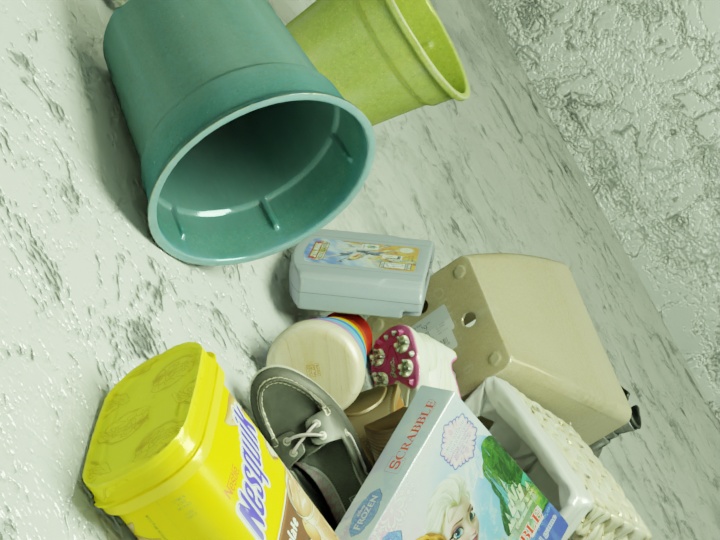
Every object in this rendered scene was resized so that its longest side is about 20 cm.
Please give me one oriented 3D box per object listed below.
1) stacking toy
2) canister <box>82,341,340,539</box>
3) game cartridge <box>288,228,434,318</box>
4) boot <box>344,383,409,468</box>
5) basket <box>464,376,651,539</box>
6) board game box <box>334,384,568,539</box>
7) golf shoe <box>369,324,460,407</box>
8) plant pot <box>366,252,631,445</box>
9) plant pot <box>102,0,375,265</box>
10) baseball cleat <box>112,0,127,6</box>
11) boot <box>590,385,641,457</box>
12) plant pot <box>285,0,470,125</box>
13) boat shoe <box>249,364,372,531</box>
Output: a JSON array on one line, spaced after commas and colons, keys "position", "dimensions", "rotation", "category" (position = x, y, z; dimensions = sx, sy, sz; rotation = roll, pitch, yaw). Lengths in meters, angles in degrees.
[{"position": [-0.027, 0.071, 1.620], "dimensions": [0.085, 0.085, 0.200], "rotation": [60, 11, -4], "category": "stacking toy"}, {"position": [-0.092, 0.168, 1.230], "dimensions": [0.200, 0.086, 0.149], "rotation": [56, 17, -23], "category": "canister"}, {"position": [0.000, 0.000, 1.722], "dimensions": [0.200, 0.133, 0.042], "rotation": [-71, 170, -75], "category": "game cartridge"}, {"position": [0.035, 0.186, 1.584], "dimensions": [0.200, 0.077, 0.155], "rotation": [15, -55, 68], "category": "boot"}, {"position": [0.158, 0.218, 1.675], "dimensions": [0.123, 0.136, 0.200], "rotation": [30, 16, -34], "category": "basket"}, {"position": [0.066, 0.232, 1.463], "dimensions": [0.200, 0.041, 0.200], "rotation": [48, 62, -35], "category": "board game box"}, {"position": [0.064, 0.151, 1.672], "dimensions": [0.091, 0.075, 0.200], "rotation": [13, 69, -45], "category": "golf shoe"}, {"position": [0.121, 0.095, 1.826], "dimensions": [0.177, 0.200, 0.200], "rotation": [27, 36, -52], "category": "plant pot"}, {"position": [-0.118, -0.141, 1.521], "dimensions": [0.200, 0.200, 0.196], "rotation": [37, 20, -55], "category": "plant pot"}, {"position": [-0.238, -0.330, 1.659], "dimensions": [0.200, 0.070, 0.106], "rotation": [56, 17, -18], "category": "baseball cleat"}, {"position": [0.287, 0.216, 2.220], "dimensions": [0.070, 0.132, 0.200], "rotation": [47, 21, -41], "category": "boot"}, {"position": [-0.009, -0.231, 1.985], "dimensions": [0.200, 0.184, 0.200], "rotation": [54, 16, -24], "category": "plant pot"}, {"position": [-0.023, 0.164, 1.469], "dimensions": [0.200, 0.067, 0.057], "rotation": [59, 0, -17], "category": "boat shoe"}]
